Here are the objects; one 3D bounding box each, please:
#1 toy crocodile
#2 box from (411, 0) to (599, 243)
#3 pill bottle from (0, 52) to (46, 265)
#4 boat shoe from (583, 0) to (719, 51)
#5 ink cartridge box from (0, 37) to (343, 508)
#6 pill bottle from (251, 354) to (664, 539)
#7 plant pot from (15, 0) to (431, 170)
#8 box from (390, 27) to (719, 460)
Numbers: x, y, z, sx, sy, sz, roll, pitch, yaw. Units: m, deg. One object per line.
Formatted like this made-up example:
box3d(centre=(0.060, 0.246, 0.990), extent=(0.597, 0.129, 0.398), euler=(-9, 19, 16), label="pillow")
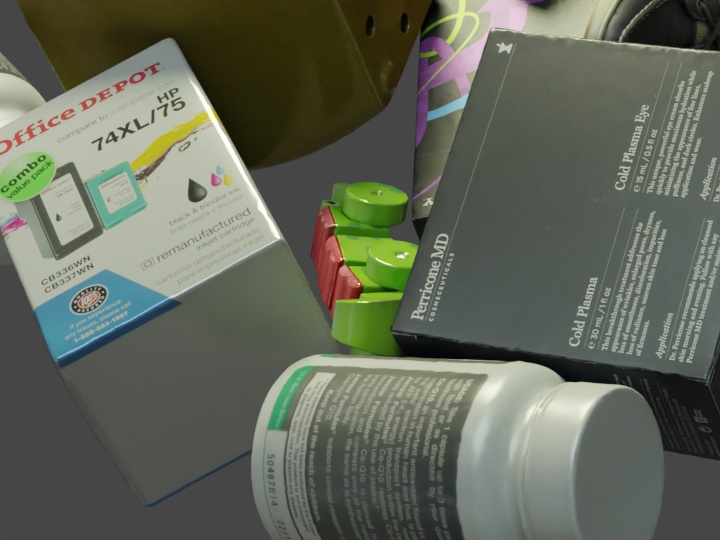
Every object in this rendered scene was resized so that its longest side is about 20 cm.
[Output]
box3d(centre=(0.000, 0.000, 1.405), extent=(0.061, 0.068, 0.200), euler=(5, 25, -13), label="toy crocodile")
box3d(centre=(0.105, -0.107, 1.503), extent=(0.142, 0.036, 0.201), euler=(-10, 50, 15), label="box")
box3d(centre=(-0.269, -0.095, 1.594), extent=(0.116, 0.116, 0.200), euler=(-37, 47, -10), label="pill bottle")
box3d(centre=(0.203, -0.156, 1.451), extent=(0.065, 0.072, 0.200), euler=(26, 38, 28), label="boat shoe")
box3d(centre=(-0.118, -0.001, 1.430), extent=(0.146, 0.146, 0.200), euler=(-28, 46, -3), label="ink cartridge box")
box3d(centre=(0.050, 0.103, 1.274), extent=(0.199, 0.113, 0.114), euler=(1, 51, 37), label="pill bottle")
box3d(centre=(-0.068, -0.182, 1.531), extent=(0.198, 0.196, 0.195), euler=(6, 54, 25), label="plant pot")
box3d(centre=(0.139, -0.017, 1.339), extent=(0.181, 0.104, 0.201), euler=(9, 65, 24), label="box")
